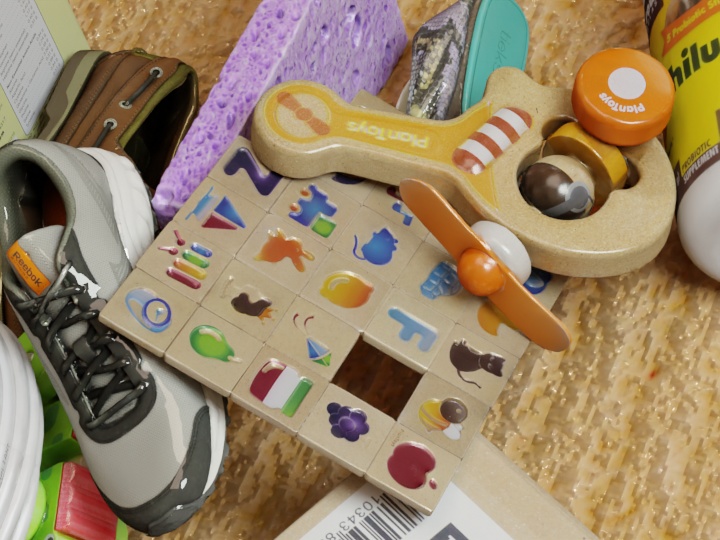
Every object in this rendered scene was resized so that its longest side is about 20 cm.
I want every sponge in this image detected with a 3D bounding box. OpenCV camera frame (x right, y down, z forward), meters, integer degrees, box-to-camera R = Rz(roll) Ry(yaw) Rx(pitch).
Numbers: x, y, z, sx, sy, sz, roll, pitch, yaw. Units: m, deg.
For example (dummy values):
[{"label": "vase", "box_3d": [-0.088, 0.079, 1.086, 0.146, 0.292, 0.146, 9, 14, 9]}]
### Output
[{"label": "sponge", "box_3d": [-0.037, -0.078, 1.189, 0.030, 0.112, 0.201, 15, 60, 22]}]

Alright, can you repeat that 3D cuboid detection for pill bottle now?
[{"label": "pill bottle", "box_3d": [0.195, -0.097, 1.141, 0.108, 0.110, 0.201, -9, 53, 8]}]

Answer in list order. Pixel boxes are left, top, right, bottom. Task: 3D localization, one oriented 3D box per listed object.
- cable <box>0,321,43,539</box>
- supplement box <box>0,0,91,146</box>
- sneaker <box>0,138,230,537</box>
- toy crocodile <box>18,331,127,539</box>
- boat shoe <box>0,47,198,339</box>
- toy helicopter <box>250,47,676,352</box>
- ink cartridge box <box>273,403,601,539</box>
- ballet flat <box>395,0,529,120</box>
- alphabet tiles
[{"label": "cable", "box_3d": [-0.227, 0.102, 1.094, 0.199, 0.069, 0.201, -19, 50, 40]}, {"label": "supplement box", "box_3d": [-0.254, -0.098, 1.207, 0.133, 0.200, 0.201, 10, 58, 22]}, {"label": "sneaker", "box_3d": [-0.120, 0.028, 1.056, 0.074, 0.079, 0.201, -34, 61, 21]}, {"label": "toy crocodile", "box_3d": [-0.132, 0.085, 1.114, 0.061, 0.067, 0.201, -25, 46, 37]}, {"label": "boat shoe", "box_3d": [-0.134, -0.036, 1.210, 0.067, 0.072, 0.201, 1, 56, 17]}, {"label": "toy helicopter", "box_3d": [0.045, -0.041, 1.088, 0.198, 0.079, 0.133, 12, 57, 3]}, {"label": "ink cartridge box", "box_3d": [0.019, 0.179, 1.013, 0.200, 0.075, 0.165, -40, 54, -15]}, {"label": "ballet flat", "box_3d": [0.041, -0.050, 1.187, 0.071, 0.072, 0.202, 1, 55, 16]}, {"label": "alphabet tiles", "box_3d": [0.000, 0.000, 1.075, 0.166, 0.008, 0.200, 30, 48, 5]}]
